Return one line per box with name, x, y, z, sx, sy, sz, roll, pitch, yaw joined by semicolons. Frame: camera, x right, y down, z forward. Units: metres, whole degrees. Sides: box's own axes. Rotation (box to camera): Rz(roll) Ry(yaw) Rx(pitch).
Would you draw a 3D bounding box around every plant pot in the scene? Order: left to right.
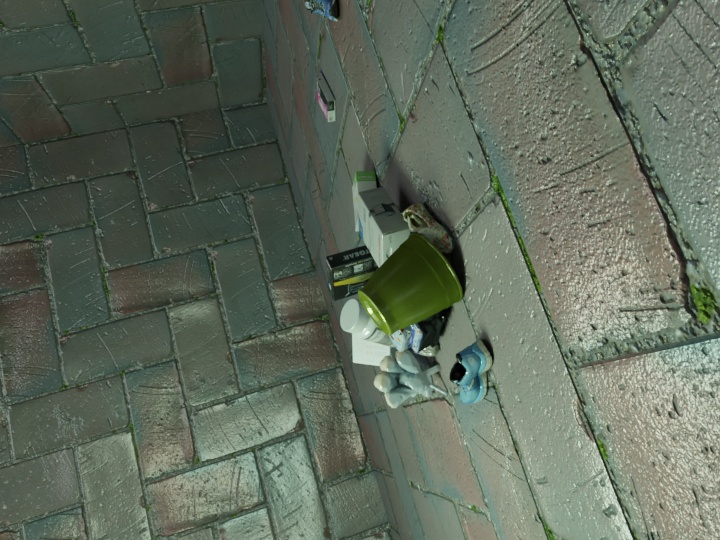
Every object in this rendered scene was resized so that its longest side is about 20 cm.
plant pot;0.104;0.048;1.280;0.201;0.192;0.201;52;168;15

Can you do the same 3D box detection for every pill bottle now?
pill bottle;0.048;0.152;1.558;0.114;0.199;0.114;-33;47;44

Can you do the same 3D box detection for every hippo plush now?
hippo plush;0.132;0.315;1.622;0.161;0.199;0.160;121;135;-82

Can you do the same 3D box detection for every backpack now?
backpack;0.128;0.113;1.445;0.200;0.153;0.191;97;151;-58

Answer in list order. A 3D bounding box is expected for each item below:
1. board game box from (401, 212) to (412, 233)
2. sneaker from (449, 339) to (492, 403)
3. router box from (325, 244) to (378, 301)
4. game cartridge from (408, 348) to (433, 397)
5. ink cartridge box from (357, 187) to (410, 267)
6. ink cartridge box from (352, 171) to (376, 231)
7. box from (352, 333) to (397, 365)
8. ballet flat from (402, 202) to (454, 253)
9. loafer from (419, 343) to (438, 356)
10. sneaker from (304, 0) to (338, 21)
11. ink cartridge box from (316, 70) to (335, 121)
board game box;0.115;-0.073;1.576;0.200;0.043;0.200;-135;33;-67
sneaker;0.243;0.241;1.250;0.079;0.089;0.201;-118;17;-47
router box;0.000;0.000;1.608;0.158;0.199;0.052;90;159;-50
game cartridge;0.181;0.318;1.753;0.200;0.041;0.134;-156;56;-74
ink cartridge box;0.062;-0.110;1.477;0.200;0.085;0.147;-119;19;-44
ink cartridge box;0.017;-0.202;1.721;0.117;0.067;0.201;107;160;-67
box;0.062;0.198;1.738;0.152;0.106;0.202;0;92;37
ballet flat;0.158;-0.097;1.309;0.200;0.063;0.076;-122;22;-53
loafer;0.173;0.204;1.598;0.200;0.069;0.070;31;100;57
sneaker;-0.125;-0.830;1.686;0.200;0.089;0.079;-119;17;-48
ink cartridge box;-0.139;-0.671;2.064;0.095;0.037;0.201;93;161;-53
